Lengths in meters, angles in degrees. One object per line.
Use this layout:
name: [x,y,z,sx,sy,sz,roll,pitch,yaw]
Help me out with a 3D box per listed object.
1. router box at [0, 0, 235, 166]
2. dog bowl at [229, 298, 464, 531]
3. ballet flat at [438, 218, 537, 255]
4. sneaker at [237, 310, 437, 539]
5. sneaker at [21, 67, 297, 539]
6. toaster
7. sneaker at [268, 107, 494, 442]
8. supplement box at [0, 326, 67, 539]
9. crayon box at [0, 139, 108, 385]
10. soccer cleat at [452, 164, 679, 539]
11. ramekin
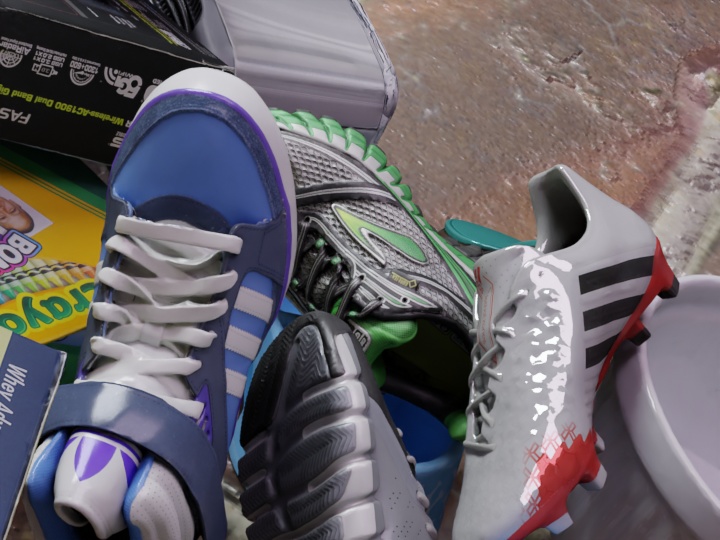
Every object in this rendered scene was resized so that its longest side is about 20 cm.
router box: [-0.173,-0.121,1.050,0.149,0.062,0.200,14,19,-41]
dog bowl: [-0.011,0.044,1.054,0.111,0.050,0.201,11,39,-27]
ballet flat: [0.075,0.014,1.121,0.068,0.069,0.200,17,0,-15]
sneaker: [0.016,0.120,0.947,0.115,0.075,0.201,13,60,-39]
sneaker: [-0.081,0.037,0.878,0.080,0.201,0.147,13,27,4]
toaster: [-0.070,-0.111,1.153,0.129,0.114,0.201,8,39,-36]
sneaker: [0.000,0.000,1.005,0.199,0.078,0.085,33,35,3]
supplement box: [-0.230,0.094,0.747,0.199,0.135,0.201,24,35,-10]
crayon box: [-0.177,0.011,0.959,0.119,0.058,0.200,43,35,19]
soccer cleat: [0.072,0.037,0.950,0.085,0.068,0.200,45,49,-16]
ramekin: [0.179,0.111,1.048,0.199,0.105,0.201,26,35,-20]
